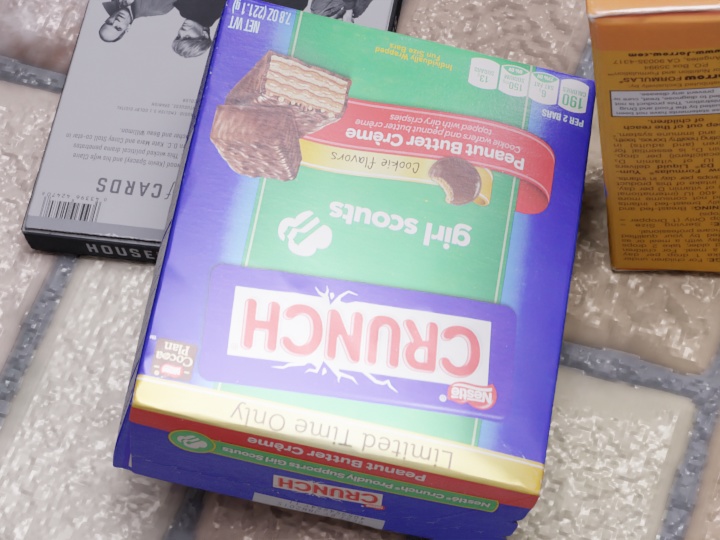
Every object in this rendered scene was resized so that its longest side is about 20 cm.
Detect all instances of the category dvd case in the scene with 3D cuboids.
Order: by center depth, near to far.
[{"bbox_3d":[-0.063,-0.092,1.057,0.150,0.025,0.200,6,63,11],"label":"dvd case"}]

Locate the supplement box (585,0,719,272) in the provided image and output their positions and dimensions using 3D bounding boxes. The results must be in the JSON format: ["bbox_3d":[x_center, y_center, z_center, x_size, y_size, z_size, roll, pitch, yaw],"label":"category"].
[{"bbox_3d":[0.128,-0.073,0.919,0.069,0.200,0.067,-3,60,9],"label":"supplement box"}]

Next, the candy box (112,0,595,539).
[{"bbox_3d":[0.000,0.000,0.945,0.169,0.077,0.200,13,63,-4],"label":"candy box"}]
